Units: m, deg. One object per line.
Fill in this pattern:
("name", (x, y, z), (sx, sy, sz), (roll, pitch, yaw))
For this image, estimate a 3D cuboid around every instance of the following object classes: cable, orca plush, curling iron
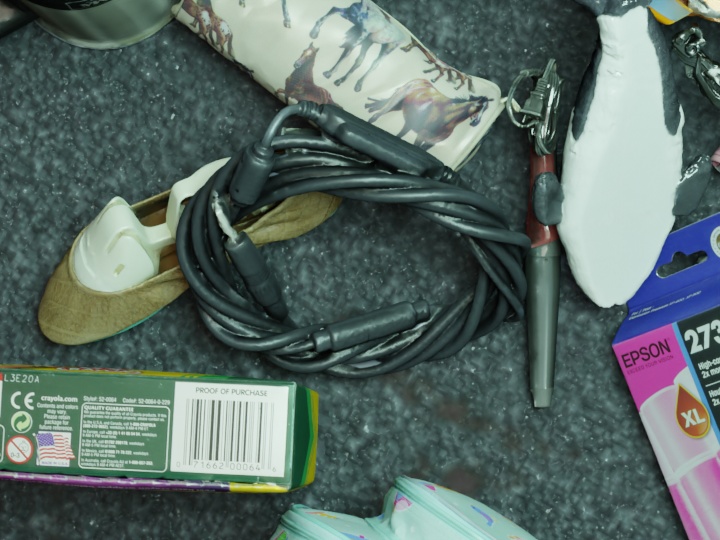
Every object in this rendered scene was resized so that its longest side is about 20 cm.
("cable", (0.000, 0.000, 1.078), (0.199, 0.051, 0.164), (24, 120, -22))
("orca plush", (0.128, -0.081, 1.074), (0.104, 0.071, 0.201), (-23, 125, -5))
("curling iron", (0.099, -0.019, 1.105), (0.025, 0.049, 0.202), (8, 109, 26))

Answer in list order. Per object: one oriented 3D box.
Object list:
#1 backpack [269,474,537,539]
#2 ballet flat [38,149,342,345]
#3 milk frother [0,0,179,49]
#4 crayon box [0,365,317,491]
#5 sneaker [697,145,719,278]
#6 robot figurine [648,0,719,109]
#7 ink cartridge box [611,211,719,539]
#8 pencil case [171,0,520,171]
("backpack", (0.032, 0.195, 1.045), (0.198, 0.176, 0.155), (22, 86, -1))
("ballet flat", (-0.103, -0.024, 1.109), (0.198, 0.072, 0.068), (-24, 63, 2))
("milk frother", (-0.194, -0.228, 1.068), (0.178, 0.188, 0.202), (-12, 87, 1))
("crayon box", (-0.127, 0.084, 1.051), (0.197, 0.173, 0.059), (3, 86, 2))
("sneaker", (0.244, -0.081, 1.101), (0.081, 0.070, 0.202), (10, 87, -1))
("robot figurine", (0.200, -0.175, 1.046), (0.199, 0.058, 0.146), (36, 92, -2))
("ink cartridge box", (0.203, 0.075, 1.090), (0.094, 0.037, 0.202), (-25, 83, 44))
("pencil case", (-0.008, -0.124, 1.111), (0.199, 0.078, 0.090), (38, 100, 4))
